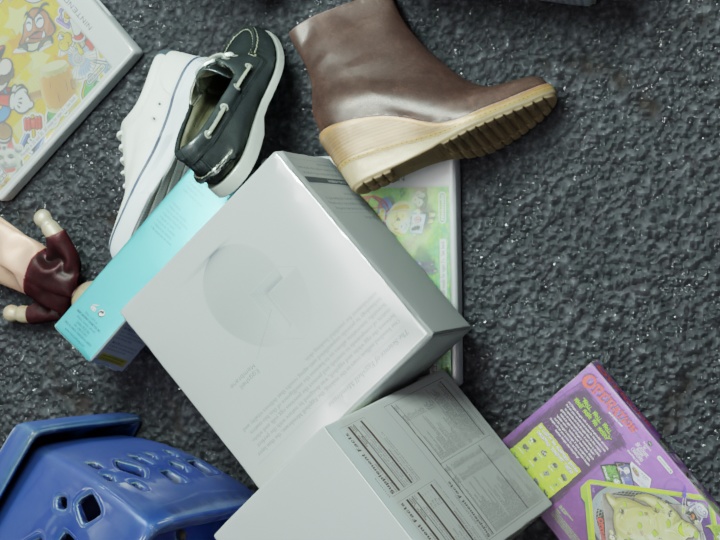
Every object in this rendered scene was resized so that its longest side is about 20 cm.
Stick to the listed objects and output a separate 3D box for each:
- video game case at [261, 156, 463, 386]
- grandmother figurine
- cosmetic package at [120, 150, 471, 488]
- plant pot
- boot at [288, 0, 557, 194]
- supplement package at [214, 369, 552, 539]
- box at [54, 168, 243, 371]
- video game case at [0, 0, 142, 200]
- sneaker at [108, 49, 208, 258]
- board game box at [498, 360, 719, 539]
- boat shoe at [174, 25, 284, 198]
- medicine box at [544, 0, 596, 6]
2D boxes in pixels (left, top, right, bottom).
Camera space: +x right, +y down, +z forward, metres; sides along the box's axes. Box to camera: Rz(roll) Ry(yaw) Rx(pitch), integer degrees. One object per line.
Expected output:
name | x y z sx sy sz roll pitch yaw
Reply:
video game case | 0.000 0.000 1.428 0.181 0.022 0.202 0 92 21
grandmother figurine | -0.299 -0.001 1.524 0.199 0.061 0.122 29 129 14
cosmetic package | -0.052 0.043 1.371 0.199 0.123 0.200 -43 76 16
plant pot | -0.236 0.236 1.436 0.179 0.200 0.201 36 104 22
boot | 0.050 -0.170 1.380 0.199 0.072 0.167 -21 70 4
supplement package | 0.022 0.201 1.318 0.151 0.200 0.152 51 119 12
box | -0.175 -0.005 1.437 0.049 0.082 0.200 41 90 15
video game case | -0.326 -0.199 1.541 0.200 0.023 0.182 -45 77 16
sneaker | -0.186 -0.102 1.475 0.071 0.073 0.201 23 91 27
board game box | 0.214 0.189 1.352 0.120 0.032 0.200 -43 79 21
boat shoe | -0.112 -0.150 1.383 0.075 0.201 0.060 -35 122 29
medicine box | 0.105 -0.319 1.316 0.199 0.103 0.184 10 95 8
